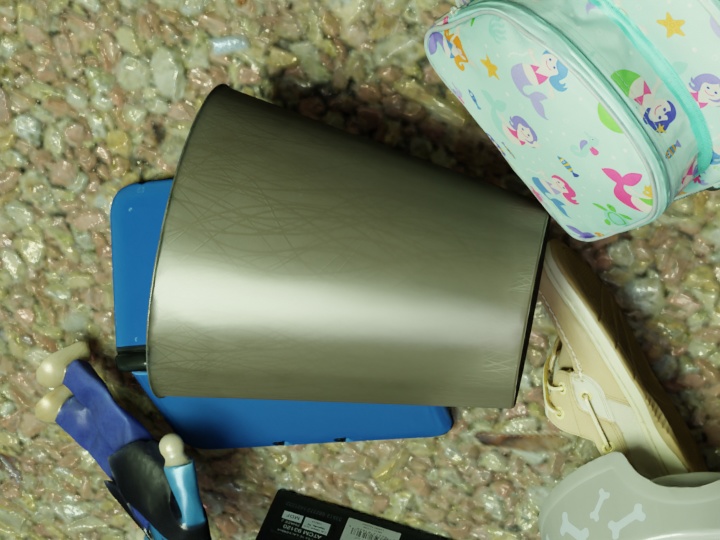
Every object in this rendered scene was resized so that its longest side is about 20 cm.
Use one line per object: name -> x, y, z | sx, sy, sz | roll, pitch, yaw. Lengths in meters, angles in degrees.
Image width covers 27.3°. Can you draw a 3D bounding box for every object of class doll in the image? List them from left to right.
doll -> -0.141, 0.143, 0.976 | 0.200, 0.048, 0.137 | 46, 144, 24

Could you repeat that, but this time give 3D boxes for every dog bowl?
dog bowl -> 0.208, 0.178, 0.907 | 0.197, 0.059, 0.201 | 3, 142, 2

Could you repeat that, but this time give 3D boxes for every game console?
game console -> -0.049, 0.027, 0.965 | 0.197, 0.118, 0.173 | -5, 84, 16

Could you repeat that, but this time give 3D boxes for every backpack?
backpack -> 0.137, -0.114, 0.724 | 0.178, 0.151, 0.200 | 49, 158, -10

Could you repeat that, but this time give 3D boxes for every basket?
basket -> 0.000, 0.000, 0.826 | 0.197, 0.136, 0.183 | 10, 78, 8

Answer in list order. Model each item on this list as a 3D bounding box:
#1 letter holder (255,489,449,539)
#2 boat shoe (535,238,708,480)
letter holder -> 0.013, 0.261, 1.020 | 0.197, 0.101, 0.144 | 15, 121, 6
boat shoe -> 0.145, 0.076, 0.908 | 0.069, 0.074, 0.201 | -27, 108, 18
